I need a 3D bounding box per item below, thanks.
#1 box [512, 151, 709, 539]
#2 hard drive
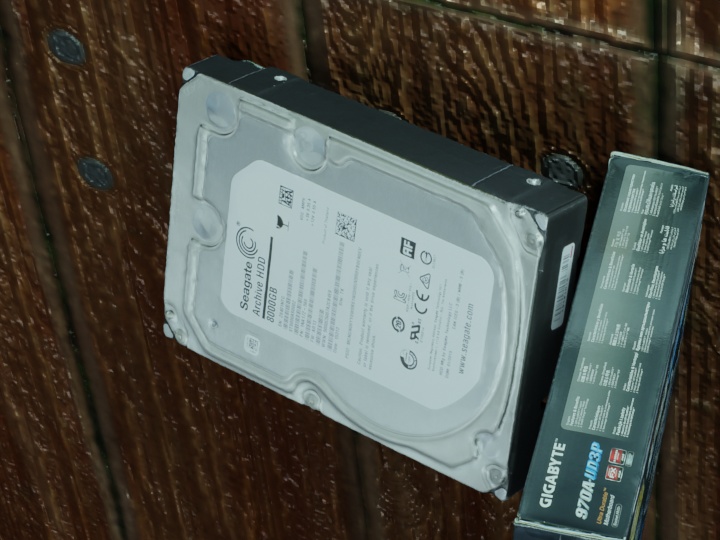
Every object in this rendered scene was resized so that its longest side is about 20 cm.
[{"bbox_3d":[0.101,0.077,1.082,0.046,0.200,0.159,11,141,9],"label":"box"},{"bbox_3d":[0.000,0.000,1.129,0.200,0.038,0.140,25,122,31],"label":"hard drive"}]
